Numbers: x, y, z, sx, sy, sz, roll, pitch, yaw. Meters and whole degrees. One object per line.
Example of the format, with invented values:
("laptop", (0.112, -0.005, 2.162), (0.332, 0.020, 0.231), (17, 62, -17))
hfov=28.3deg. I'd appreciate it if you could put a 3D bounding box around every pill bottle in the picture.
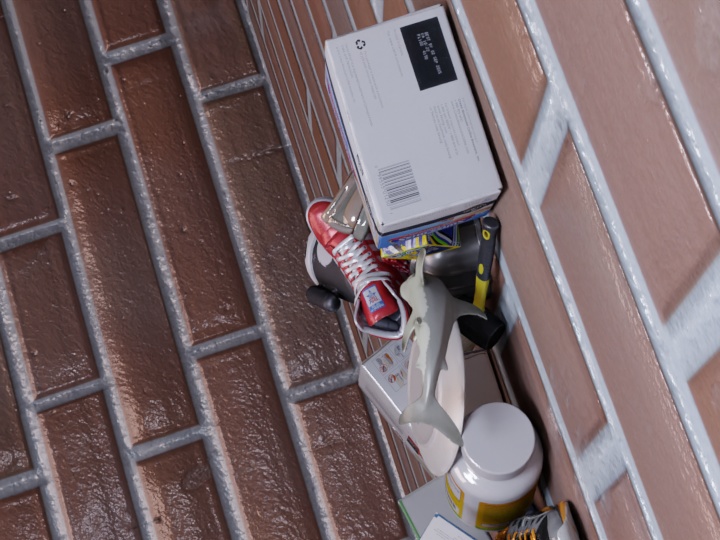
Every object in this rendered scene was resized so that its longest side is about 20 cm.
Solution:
("pill bottle", (0.154, 0.224, 1.650), (0.201, 0.110, 0.112), (86, 166, -66))

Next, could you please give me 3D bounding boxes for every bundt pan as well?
("bundt pan", (0.087, -0.050, 1.691), (0.202, 0.075, 0.205), (163, 90, -85))

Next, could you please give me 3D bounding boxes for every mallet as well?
("mallet", (0.127, 0.006, 1.576), (0.065, 0.041, 0.202), (32, 147, 29))

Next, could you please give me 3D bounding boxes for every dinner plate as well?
("dinner plate", (0.081, 0.135, 1.645), (0.200, 0.024, 0.204), (-179, 90, -77))

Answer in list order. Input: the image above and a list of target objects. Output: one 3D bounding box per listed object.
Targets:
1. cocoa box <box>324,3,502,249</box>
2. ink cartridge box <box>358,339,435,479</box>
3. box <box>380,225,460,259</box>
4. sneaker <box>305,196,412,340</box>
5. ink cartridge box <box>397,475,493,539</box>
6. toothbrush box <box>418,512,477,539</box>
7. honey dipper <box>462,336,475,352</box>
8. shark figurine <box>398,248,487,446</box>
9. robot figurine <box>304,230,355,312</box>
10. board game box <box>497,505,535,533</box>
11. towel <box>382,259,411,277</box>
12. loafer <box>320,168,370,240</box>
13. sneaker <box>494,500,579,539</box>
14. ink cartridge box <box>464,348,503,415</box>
("cocoa box", (0.050, -0.144, 1.470), (0.131, 0.131, 0.203), (102, 151, -80))
("ink cartridge box", (0.088, 0.203, 2.060), (0.201, 0.084, 0.176), (51, 170, 9))
("box", (0.053, -0.118, 1.578), (0.064, 0.069, 0.203), (2, -103, -49))
("sneaker", (0.000, 0.000, 1.773), (0.200, 0.071, 0.113), (48, -159, -9))
("ink cartridge box", (0.140, 0.378, 1.849), (0.146, 0.087, 0.201), (59, 177, 44))
("toothbrush box", (0.154, 0.375, 1.623), (0.146, 0.086, 0.200), (29, 171, 39))
("honey dipper", (0.096, 0.059, 1.929), (0.200, 0.038, 0.038), (42, 151, 58))
("shark figurine", (0.093, 0.068, 1.535), (0.129, 0.088, 0.217), (108, 165, -47))
("robot figurine", (0.003, -0.015, 1.983), (0.199, 0.148, 0.127), (19, 113, 58))
("board game box", (0.214, 0.356, 1.829), (0.200, 0.034, 0.137), (-120, 14, -64))
("towel", (0.060, -0.034, 1.850), (0.200, 0.022, 0.146), (37, -154, -54))
("loafer", (0.012, -0.139, 1.711), (0.072, 0.062, 0.203), (85, -155, -82))
("sneaker", (0.202, 0.307, 1.600), (0.200, 0.076, 0.079), (106, 148, -77))
("ink cartridge box", (0.136, 0.191, 1.867), (0.200, 0.084, 0.148), (98, 154, -81))
